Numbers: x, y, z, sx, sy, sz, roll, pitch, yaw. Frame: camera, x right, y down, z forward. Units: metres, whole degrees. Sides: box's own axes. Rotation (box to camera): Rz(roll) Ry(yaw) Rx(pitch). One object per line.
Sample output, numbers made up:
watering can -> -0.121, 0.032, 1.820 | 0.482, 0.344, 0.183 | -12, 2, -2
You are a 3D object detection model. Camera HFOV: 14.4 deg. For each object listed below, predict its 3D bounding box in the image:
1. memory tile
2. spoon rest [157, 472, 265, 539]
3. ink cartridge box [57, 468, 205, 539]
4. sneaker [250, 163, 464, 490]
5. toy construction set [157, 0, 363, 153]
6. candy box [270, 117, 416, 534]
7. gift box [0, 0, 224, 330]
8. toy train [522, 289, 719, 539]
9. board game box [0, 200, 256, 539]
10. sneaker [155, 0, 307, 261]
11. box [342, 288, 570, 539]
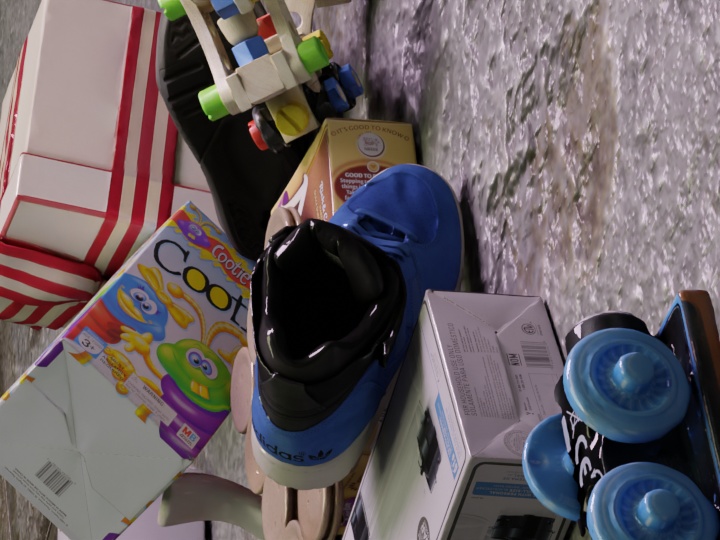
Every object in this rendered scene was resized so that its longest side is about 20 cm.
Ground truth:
memory tile -> -0.035, 0.074, 1.525 | 0.200, 0.017, 0.153 | -110, 28, -51
spoon rest -> -0.045, 0.190, 1.642 | 0.200, 0.061, 0.099 | 50, 139, 37
ink cartridge box -> -0.162, 0.248, 1.992 | 0.148, 0.086, 0.200 | 138, 132, -67
sneaker -> 0.001, 0.000, 1.390 | 0.111, 0.077, 0.200 | 92, -158, -52
toy construction set -> -0.049, -0.139, 1.584 | 0.131, 0.092, 0.200 | 62, -154, -6
candy box -> -0.003, 0.031, 1.551 | 0.117, 0.056, 0.200 | 124, 145, -59
gift box -> -0.152, -0.045, 1.868 | 0.200, 0.184, 0.187 | 114, 162, -58
toy train -> 0.127, 0.101, 0.997 | 0.087, 0.114, 0.200 | 111, 156, -53
board game box -> -0.129, 0.061, 1.684 | 0.103, 0.105, 0.200 | -44, 5, 30
sneaker -> -0.079, -0.113, 1.722 | 0.114, 0.076, 0.200 | -105, -4, -54
box -> 0.045, 0.121, 1.363 | 0.117, 0.060, 0.200 | -103, 23, -45
